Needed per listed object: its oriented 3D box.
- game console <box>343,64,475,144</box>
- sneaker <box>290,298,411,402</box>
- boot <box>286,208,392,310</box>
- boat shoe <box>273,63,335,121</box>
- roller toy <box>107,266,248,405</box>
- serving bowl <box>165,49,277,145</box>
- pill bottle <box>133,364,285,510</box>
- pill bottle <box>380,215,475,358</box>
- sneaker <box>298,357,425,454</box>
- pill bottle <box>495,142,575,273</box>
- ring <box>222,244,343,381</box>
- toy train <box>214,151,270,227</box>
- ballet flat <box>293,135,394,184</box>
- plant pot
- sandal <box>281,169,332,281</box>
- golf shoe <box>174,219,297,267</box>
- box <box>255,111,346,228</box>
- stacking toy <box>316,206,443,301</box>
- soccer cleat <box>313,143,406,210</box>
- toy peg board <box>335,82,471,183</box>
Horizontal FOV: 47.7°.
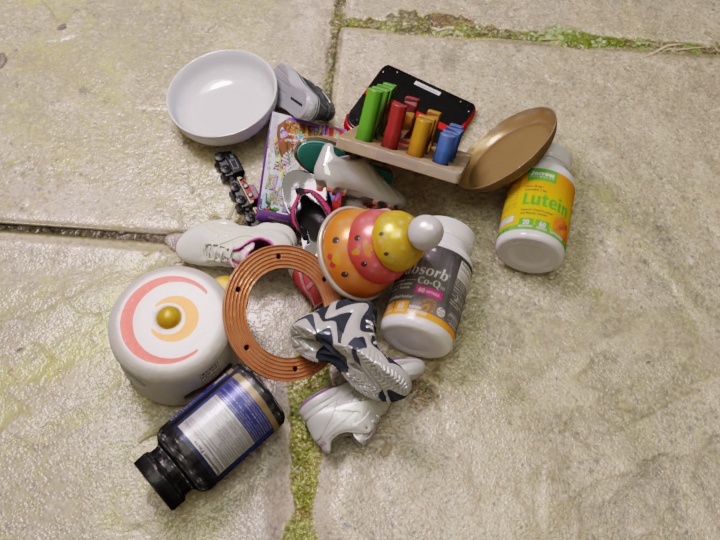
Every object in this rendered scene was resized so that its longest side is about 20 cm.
[{"bbox_3d":[0.087,-0.274,1.470,0.199,0.031,0.178,28,61,12],"label":"game console"},{"bbox_3d":[0.011,0.099,1.165,0.198,0.080,0.129,20,42,31],"label":"sneaker"},{"bbox_3d":[0.000,0.000,1.298,0.199,0.073,0.145,-32,67,-8],"label":"boot"},{"bbox_3d":[-0.106,-0.305,1.444,0.070,0.073,0.200,15,25,-34],"label":"boat shoe"},{"bbox_3d":[-0.269,0.094,1.199,0.198,0.140,0.184,4,62,0],"label":"roller toy"},{"bbox_3d":[-0.239,-0.296,1.444,0.198,0.066,0.202,-3,60,6],"label":"serving bowl"},{"bbox_3d":[-0.212,0.234,1.142,0.200,0.112,0.112,-40,69,-19],"label":"pill bottle"},{"bbox_3d":[0.109,0.024,1.259,0.115,0.117,0.202,15,63,7],"label":"pill bottle"},{"bbox_3d":[0.014,0.198,1.198,0.198,0.075,0.100,-27,73,-6],"label":"sneaker"},{"bbox_3d":[0.292,-0.108,1.335,0.110,0.111,0.202,13,62,6],"label":"pill bottle"},{"bbox_3d":[-0.111,0.062,1.197,0.199,0.019,0.203,6,79,-31],"label":"ring"},{"bbox_3d":[-0.194,-0.125,1.380,0.045,0.034,0.201,-19,64,-23],"label":"toy train"},{"bbox_3d":[-0.033,-0.185,1.356,0.199,0.071,0.066,19,31,-36],"label":"ballet flat"},{"bbox_3d":[0.246,-0.197,1.365,0.028,0.199,0.201,49,64,-24],"label":"plant pot"},{"bbox_3d":[-0.075,-0.080,1.279,0.074,0.045,0.202,-19,66,0],"label":"sandal"},{"bbox_3d":[-0.202,-0.037,1.288,0.198,0.076,0.092,-4,18,5],"label":"golf shoe"},{"bbox_3d":[-0.098,-0.164,1.379,0.135,0.039,0.202,12,61,-13],"label":"box"},{"bbox_3d":[0.043,-0.043,1.173,0.145,0.199,0.148,12,70,-36],"label":"stacking toy"},{"bbox_3d":[0.008,-0.147,1.318,0.069,0.199,0.078,9,87,46],"label":"soccer cleat"},{"bbox_3d":[0.085,-0.230,1.308,0.197,0.099,0.200,17,20,7],"label":"toy peg board"}]
